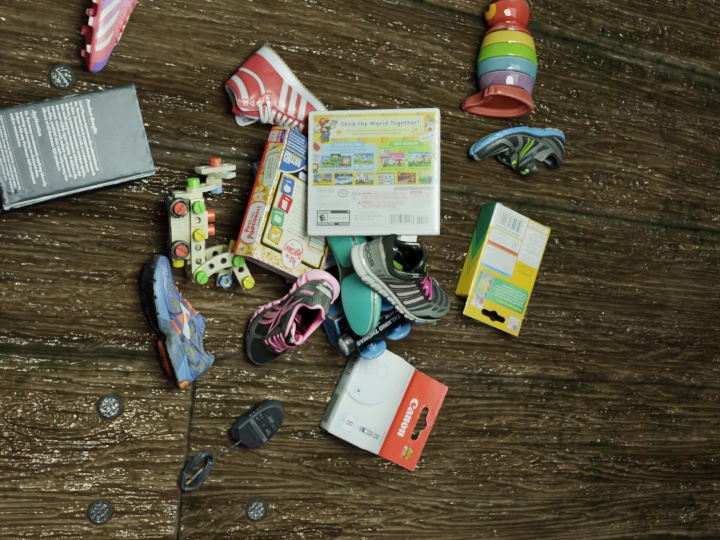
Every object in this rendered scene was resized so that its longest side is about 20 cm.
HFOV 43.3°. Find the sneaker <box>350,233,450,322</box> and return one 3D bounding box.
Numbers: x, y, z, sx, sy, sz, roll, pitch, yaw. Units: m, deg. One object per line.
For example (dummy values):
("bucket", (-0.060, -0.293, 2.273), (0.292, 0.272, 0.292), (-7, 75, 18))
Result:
("sneaker", (0.078, 0.010, 1.350), (0.199, 0.087, 0.075), (36, 43, -31))

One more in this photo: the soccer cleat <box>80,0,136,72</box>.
("soccer cleat", (-0.352, -0.382, 1.301), (0.075, 0.066, 0.204), (10, 85, -29))

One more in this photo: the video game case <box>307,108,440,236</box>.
("video game case", (0.019, -0.144, 1.337), (0.196, 0.023, 0.186), (0, 87, 9))

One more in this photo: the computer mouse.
("computer mouse", (-0.202, 0.270, 1.415), (0.199, 0.034, 0.059), (-35, 122, -14))

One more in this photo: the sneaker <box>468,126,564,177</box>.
("sneaker", (0.282, -0.207, 1.596), (0.196, 0.070, 0.085), (-4, 88, -28))

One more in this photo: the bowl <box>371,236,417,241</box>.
("bowl", (0.056, -0.125, 1.445), (0.073, 0.200, 0.204), (10, 85, 10))

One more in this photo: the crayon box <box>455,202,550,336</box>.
("crayon box", (0.247, -0.002, 1.598), (0.124, 0.051, 0.204), (22, 82, -24))

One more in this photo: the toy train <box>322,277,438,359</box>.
("toy train", (0.033, 0.062, 1.465), (0.198, 0.114, 0.088), (-33, 124, -21))

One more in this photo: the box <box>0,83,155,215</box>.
("box", (-0.397, -0.158, 1.211), (0.193, 0.199, 0.127), (-15, 97, -23))

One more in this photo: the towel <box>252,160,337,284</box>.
("towel", (-0.083, -0.096, 1.457), (0.145, 0.024, 0.204), (-21, 100, -24))

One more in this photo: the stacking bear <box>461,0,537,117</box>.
("stacking bear", (0.250, -0.377, 1.559), (0.112, 0.121, 0.204), (8, 81, -22))

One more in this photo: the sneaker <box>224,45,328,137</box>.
("sneaker", (-0.123, -0.237, 1.391), (0.112, 0.071, 0.200), (-41, 85, -17))

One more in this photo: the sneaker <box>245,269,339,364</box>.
("sneaker", (-0.111, 0.087, 1.370), (0.078, 0.096, 0.200), (34, 120, -22))

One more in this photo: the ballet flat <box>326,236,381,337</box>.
("ballet flat", (0.000, 0.000, 1.391), (0.070, 0.067, 0.204), (-6, 77, -56))

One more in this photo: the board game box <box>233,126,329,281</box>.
("board game box", (-0.099, -0.095, 1.382), (0.150, 0.046, 0.204), (26, 76, -46))

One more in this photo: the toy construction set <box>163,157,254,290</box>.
("toy construction set", (-0.226, -0.067, 1.353), (0.129, 0.092, 0.205), (-6, 94, -24))

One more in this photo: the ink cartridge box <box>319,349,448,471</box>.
("ink cartridge box", (0.049, 0.230, 1.516), (0.198, 0.047, 0.162), (29, 80, -21))

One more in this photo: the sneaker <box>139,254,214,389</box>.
("sneaker", (-0.274, 0.071, 1.355), (0.078, 0.075, 0.204), (-22, 109, -31))
